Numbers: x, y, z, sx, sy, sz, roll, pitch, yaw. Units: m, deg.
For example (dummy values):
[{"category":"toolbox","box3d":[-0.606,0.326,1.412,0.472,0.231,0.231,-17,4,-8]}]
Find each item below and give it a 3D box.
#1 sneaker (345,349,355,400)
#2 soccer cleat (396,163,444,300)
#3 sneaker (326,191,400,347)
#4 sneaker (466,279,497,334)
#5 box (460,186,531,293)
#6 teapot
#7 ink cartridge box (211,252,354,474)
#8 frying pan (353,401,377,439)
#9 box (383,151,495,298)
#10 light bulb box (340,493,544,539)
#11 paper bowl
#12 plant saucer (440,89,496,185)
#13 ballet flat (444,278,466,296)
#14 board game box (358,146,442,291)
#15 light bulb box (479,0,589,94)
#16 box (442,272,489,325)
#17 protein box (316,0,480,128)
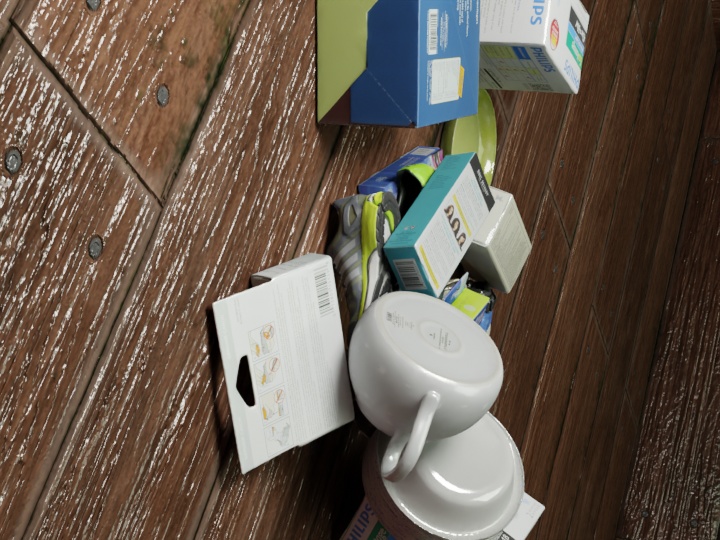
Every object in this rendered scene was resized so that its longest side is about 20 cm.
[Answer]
[{"category":"sneaker","box3d":[-0.024,0.128,1.466,0.200,0.075,0.071,-11,106,-65]},{"category":"soccer cleat","box3d":[0.070,-0.038,1.555,0.081,0.067,0.202,-3,93,-54]},{"category":"sneaker","box3d":[0.000,0.000,1.477,0.074,0.080,0.202,-3,99,-58]},{"category":"sneaker","box3d":[0.161,0.086,1.853,0.200,0.076,0.112,-51,146,-56]},{"category":"box","box3d":[0.199,-0.050,1.848,0.095,0.077,0.200,-61,155,-13]},{"category":"teapot","box3d":[0.062,0.133,1.398,0.199,0.197,0.147,-6,133,-47]},{"category":"ink cartridge box","box3d":[-0.092,0.101,1.329,0.173,0.043,0.202,-21,110,-39]},{"category":"frying pan","box3d":[0.021,0.202,1.555,0.031,0.115,0.190,-49,-179,38]},{"category":"box","box3d":[0.102,-0.059,1.502,0.200,0.049,0.083,-55,131,-41]},{"category":"light bulb box","box3d":[0.110,0.345,1.611,0.198,0.199,0.125,-34,155,-59]},{"category":"paper bowl","box3d":[0.109,0.243,1.481,0.201,0.200,0.105,-62,-179,-38]},{"category":"plant saucer","box3d":[0.164,-0.184,1.852,0.200,0.031,0.202,8,90,-66]},{"category":"ballet flat","box3d":[0.095,0.074,1.699,0.200,0.068,0.075,-50,-177,-42]},{"category":"board game box","box3d":[0.062,-0.048,1.648,0.200,0.043,0.201,-38,131,-56]},{"category":"light bulb box","box3d":[0.199,-0.342,1.687,0.198,0.198,0.126,27,72,-64]},{"category":"box","box3d":[0.122,0.115,1.657,0.122,0.047,0.201,-41,150,-63]},{"category":"protein box","box3d":[0.050,-0.283,1.454,0.200,0.134,0.200,-24,118,-62]}]
